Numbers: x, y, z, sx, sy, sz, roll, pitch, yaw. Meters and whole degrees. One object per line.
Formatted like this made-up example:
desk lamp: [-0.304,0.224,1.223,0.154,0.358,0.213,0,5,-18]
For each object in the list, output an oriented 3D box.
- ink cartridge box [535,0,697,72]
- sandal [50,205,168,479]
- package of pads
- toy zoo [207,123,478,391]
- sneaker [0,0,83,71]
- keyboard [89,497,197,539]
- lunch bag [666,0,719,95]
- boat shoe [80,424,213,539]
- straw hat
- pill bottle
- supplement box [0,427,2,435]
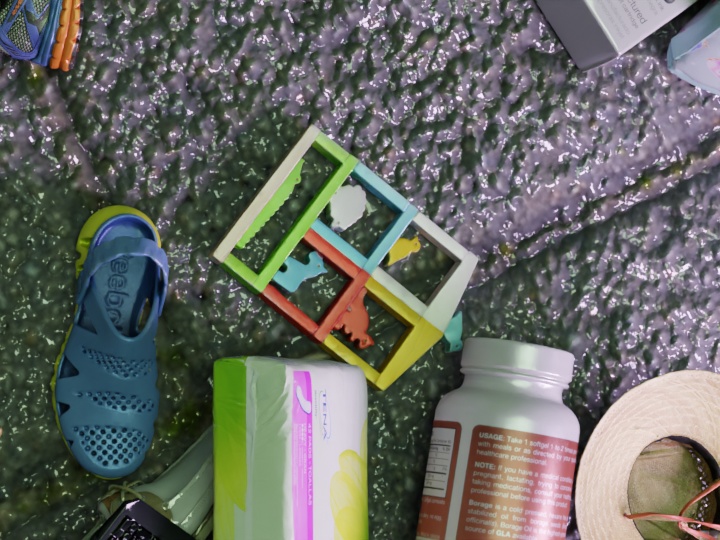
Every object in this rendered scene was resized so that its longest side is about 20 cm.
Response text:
ink cartridge box: [0.226,-0.275,1.484,0.200,0.084,0.146,-36,97,-15]
sandal: [-0.177,0.050,1.342,0.079,0.087,0.200,2,87,-18]
package of pads: [-0.047,0.163,1.339,0.068,0.154,0.200,-1,86,21]
toy zoo: [0.000,0.000,1.430,0.200,0.020,0.131,39,77,-10]
sneaker: [-0.240,-0.247,1.353,0.078,0.075,0.200,1,84,-13]
keyboard: [-0.132,0.243,1.309,0.104,0.040,0.200,-49,136,-4]
lunch bag: [0.357,-0.206,1.473,0.200,0.170,0.122,-16,83,-17]
boat shoe: [-0.159,0.185,1.342,0.068,0.075,0.200,40,77,-16]
straw hat: [0.238,0.174,1.455,0.201,0.085,0.201,-1,92,-17]
pill bottle: [0.105,0.156,1.402,0.112,0.112,0.200,12,83,-15]
supplement box: [-0.345,0.172,1.282,0.110,0.086,0.200,30,78,-13]
